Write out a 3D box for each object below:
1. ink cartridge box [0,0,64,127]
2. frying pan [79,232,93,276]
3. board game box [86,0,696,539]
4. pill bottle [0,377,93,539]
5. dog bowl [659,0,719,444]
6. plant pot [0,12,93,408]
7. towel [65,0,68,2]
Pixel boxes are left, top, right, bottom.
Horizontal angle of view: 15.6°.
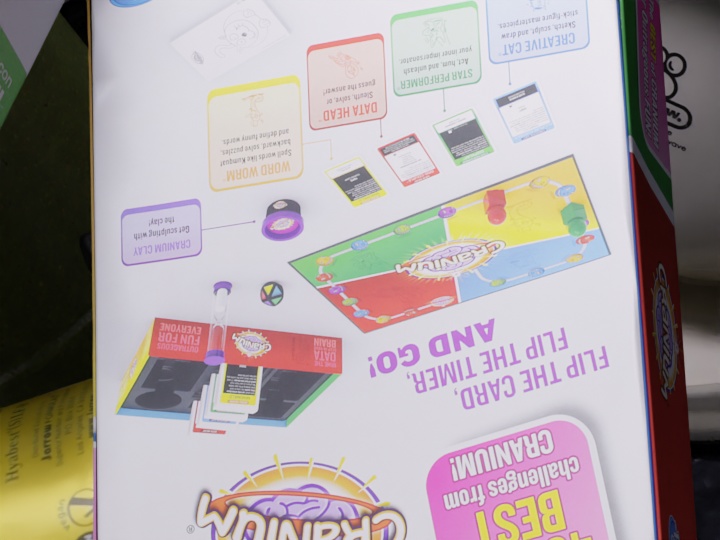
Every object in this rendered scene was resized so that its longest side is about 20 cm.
[{"bbox_3d":[-0.145,-0.120,0.723,0.145,0.084,0.200,2,52,28],"label":"ink cartridge box"},{"bbox_3d":[0.008,0.056,0.737,0.031,0.115,0.190,-47,61,37],"label":"frying pan"},{"bbox_3d":[0.005,0.005,0.677,0.153,0.040,0.200,-8,73,20],"label":"board game box"},{"bbox_3d":[-0.125,0.105,0.772,0.200,0.111,0.111,-18,40,9],"label":"pill bottle"},{"bbox_3d":[0.088,-0.050,0.775,0.200,0.200,0.074,8,35,33],"label":"dog bowl"},{"bbox_3d":[-0.160,-0.044,0.889,0.200,0.190,0.200,-14,41,12],"label":"plant pot"},{"bbox_3d":[-0.200,-0.084,1.038,0.200,0.023,0.144,-22,10,2],"label":"towel"}]
